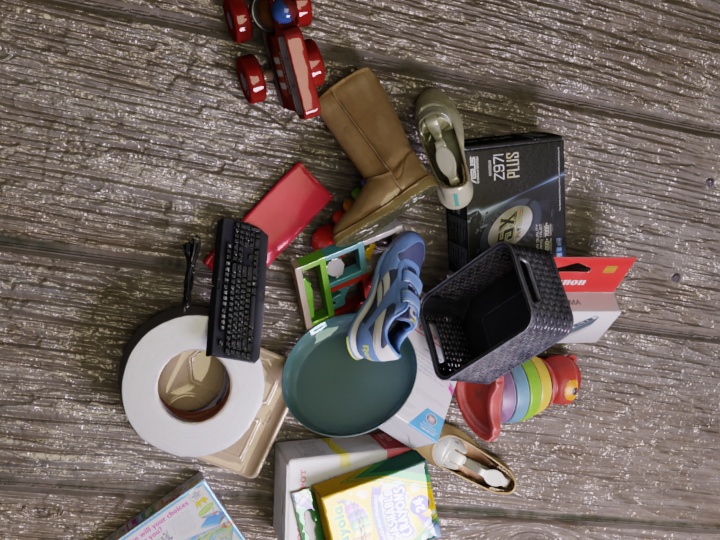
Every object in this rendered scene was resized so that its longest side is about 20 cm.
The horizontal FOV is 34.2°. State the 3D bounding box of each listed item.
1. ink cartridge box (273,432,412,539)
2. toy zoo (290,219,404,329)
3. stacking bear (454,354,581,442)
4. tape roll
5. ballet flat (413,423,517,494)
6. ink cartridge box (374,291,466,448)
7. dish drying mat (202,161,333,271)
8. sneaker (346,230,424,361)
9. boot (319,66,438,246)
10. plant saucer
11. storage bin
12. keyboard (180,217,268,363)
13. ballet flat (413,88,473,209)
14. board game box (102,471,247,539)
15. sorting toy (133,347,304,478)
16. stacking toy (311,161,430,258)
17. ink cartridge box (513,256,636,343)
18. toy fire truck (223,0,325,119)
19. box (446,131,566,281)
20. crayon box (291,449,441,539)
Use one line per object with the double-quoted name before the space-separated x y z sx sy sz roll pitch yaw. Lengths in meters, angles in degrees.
"ink cartridge box" -0.028 0.329 1.754 0.198 0.083 0.147 -2 103 -19
"toy zoo" 0.000 0.000 1.695 0.198 0.021 0.132 -22 138 -14
"stacking bear" 0.257 0.179 1.808 0.198 0.113 0.123 -6 107 -29
"tape roll" -0.235 0.154 1.627 0.198 0.066 0.203 -2 99 -14
"ballet flat" 0.166 0.293 1.824 0.199 0.063 0.069 28 91 -21
"ink cartridge box" 0.082 0.146 1.737 0.115 0.068 0.201 35 57 -22
"dish drying mat" -0.132 -0.060 1.673 0.200 0.018 0.077 -47 111 -5
"sneaker" 0.055 0.040 1.647 0.074 0.082 0.202 38 69 -48
"boot" -0.008 -0.156 1.633 0.174 0.066 0.201 -32 77 -4
"plant saucer" -0.014 0.152 1.662 0.199 0.200 0.028 -32 143 -9
"storage bin" 0.189 0.063 1.658 0.093 0.200 0.136 10 55 -40
"keyboard" -0.189 0.022 1.598 0.126 0.021 0.202 11 66 -22
"ballet flat" 0.115 -0.183 1.650 0.069 0.070 0.202 -8 65 -17
"board game box" -0.280 0.408 1.711 0.199 0.034 0.135 -34 110 -9
"sorting toy" -0.205 0.184 1.693 0.199 0.036 0.187 25 92 -17
"stacking toy" 0.010 -0.089 1.685 0.200 0.085 0.085 -46 111 -1
"ink cartridge box" 0.304 0.048 1.774 0.198 0.045 0.177 0 145 -19
"toy fire truck" -0.103 -0.306 1.550 0.111 0.168 0.202 -17 106 -15
"box" 0.216 -0.098 1.746 0.162 0.086 0.202 -7 104 -17
"crayon box" 0.010 0.356 1.700 0.198 0.052 0.127 -17 107 -15
